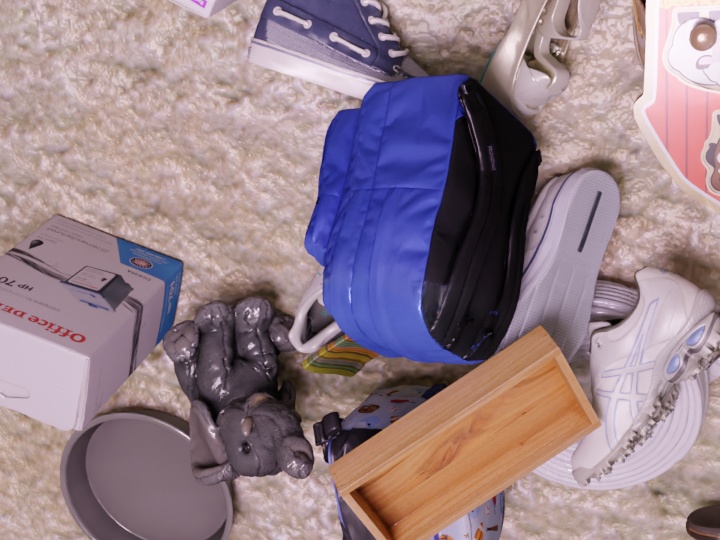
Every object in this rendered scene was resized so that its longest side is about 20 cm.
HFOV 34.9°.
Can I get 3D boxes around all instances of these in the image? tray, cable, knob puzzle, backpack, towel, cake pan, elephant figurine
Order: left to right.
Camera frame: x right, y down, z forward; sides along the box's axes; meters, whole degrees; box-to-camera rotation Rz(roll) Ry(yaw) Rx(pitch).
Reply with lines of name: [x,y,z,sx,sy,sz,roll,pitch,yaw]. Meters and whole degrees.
cake pan: [-0.224,0.232,1.224,0.199,0.037,0.202,6,115,13]
elephant figurine: [-0.106,0.137,1.054,0.141,0.155,0.201,-26,61,10]
towel: [0.043,0.045,1.038,0.199,0.086,0.018,-33,70,25]
backpack: [0.051,0.190,1.040,0.153,0.191,0.202,-2,106,11]
backpack: [0.046,-0.027,0.903,0.167,0.162,0.202,-2,74,37]
tray: [0.083,0.137,0.901,0.199,0.037,0.099,-33,126,2]
cable: [0.209,0.106,1.023,0.199,0.069,0.201,23,118,5]
knob puzzle: [0.300,-0.117,0.838,0.218,0.030,0.221,7,114,15]

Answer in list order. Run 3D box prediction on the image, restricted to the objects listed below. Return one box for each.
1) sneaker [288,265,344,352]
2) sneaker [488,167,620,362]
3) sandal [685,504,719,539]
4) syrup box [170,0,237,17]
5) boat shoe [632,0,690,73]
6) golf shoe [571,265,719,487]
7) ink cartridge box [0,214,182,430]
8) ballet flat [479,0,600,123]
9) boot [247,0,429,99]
sneaker: [0.000,0.000,1.033,0.070,0.080,0.201,34,117,2]
sneaker: [0.157,0.011,0.957,0.073,0.071,0.201,28,83,-17]
sandal: [0.386,0.199,1.010,0.199,0.082,0.055,-16,91,23]
syrup box: [-0.107,-0.315,0.924,0.081,0.079,0.201,31,118,1]
boat shoe: [0.240,-0.202,0.877,0.073,0.069,0.201,-10,110,20]
golf shoe: [0.219,0.086,0.944,0.097,0.078,0.201,40,115,19]
ink cartridge box: [-0.273,0.043,1.063,0.145,0.200,0.086,20,117,6]
ballet flat: [0.147,-0.182,0.909,0.069,0.070,0.201,22,118,6]
boot: [0.010,-0.188,0.955,0.199,0.073,0.091,18,98,-4]
